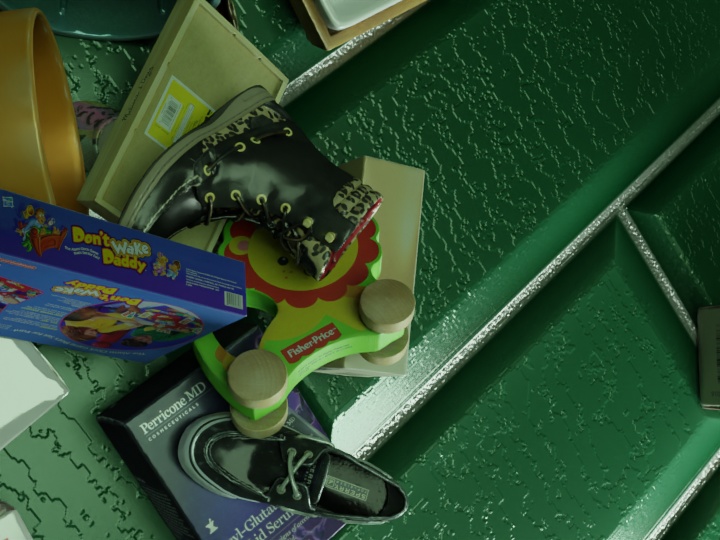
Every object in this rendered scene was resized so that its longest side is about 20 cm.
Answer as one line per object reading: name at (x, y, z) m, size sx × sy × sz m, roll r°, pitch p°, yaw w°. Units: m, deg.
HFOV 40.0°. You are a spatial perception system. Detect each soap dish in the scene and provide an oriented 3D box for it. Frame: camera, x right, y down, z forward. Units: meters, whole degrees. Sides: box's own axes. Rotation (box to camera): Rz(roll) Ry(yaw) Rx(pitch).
soap dish at (-0.002, -0.328, 1.004) m, size 0.199 × 0.081 × 0.158 m, roll -33°, pitch 100°, yaw -27°

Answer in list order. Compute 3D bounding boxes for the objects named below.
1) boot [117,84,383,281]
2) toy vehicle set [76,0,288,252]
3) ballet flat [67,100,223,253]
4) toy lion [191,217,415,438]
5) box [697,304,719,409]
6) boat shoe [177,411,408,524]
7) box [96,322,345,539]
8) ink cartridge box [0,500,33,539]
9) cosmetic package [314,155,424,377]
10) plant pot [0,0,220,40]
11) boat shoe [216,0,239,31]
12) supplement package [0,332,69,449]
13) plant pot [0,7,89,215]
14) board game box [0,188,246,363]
boot at (-0.084, -0.047, 0.788) m, size 0.150 × 0.073 × 0.200 m, roll 37°, pitch 51°, yaw 4°
toy vehicle set at (-0.144, -0.115, 0.841) m, size 0.124 × 0.026 × 0.201 m, roll 39°, pitch 66°, yaw -43°
ballet flat at (-0.184, -0.079, 0.888) m, size 0.069 × 0.071 × 0.200 m, roll -47°, pitch 106°, yaw -22°
toy lion at (-0.060, 0.015, 0.842) m, size 0.199 × 0.069 × 0.192 m, roll -28°, pitch 60°, yaw -22°
box at (0.527, 0.108, 1.223) m, size 0.198 × 0.109 × 0.129 m, roll 4°, pitch 83°, yaw -28°
boat shoe at (-0.051, 0.168, 0.816) m, size 0.199 × 0.068 × 0.072 m, roll 26°, pitch 73°, yaw -23°
box at (-0.114, 0.170, 0.881) m, size 0.148 × 0.104 × 0.201 m, roll -37°, pitch 102°, yaw -25°
ink cartridge box at (-0.299, 0.306, 0.780) m, size 0.144 × 0.084 × 0.201 m, roll -29°, pitch 99°, yaw -27°
cosmetic package at (0.000, 0.000, 0.960) m, size 0.071 × 0.105 × 0.202 m, roll 10°, pitch 79°, yaw -28°
plant pot at (-0.219, -0.329, 0.839) m, size 0.199 × 0.200 × 0.198 m, roll 4°, pitch 74°, yaw -27°
boat shoe at (-0.138, -0.170, 0.919) m, size 0.074 × 0.075 × 0.204 m, roll -9°, pitch 89°, yaw -28°
supplement package at (-0.345, 0.112, 0.755) m, size 0.200 × 0.121 × 0.120 m, roll -42°, pitch 103°, yaw -24°
plant pot at (-0.318, -0.087, 0.756) m, size 0.181 × 0.200 × 0.202 m, roll -9°, pitch 89°, yaw -8°
board game box at (-0.201, 0.013, 0.715) m, size 0.199 × 0.134 × 0.045 m, roll 18°, pitch 58°, yaw -43°
